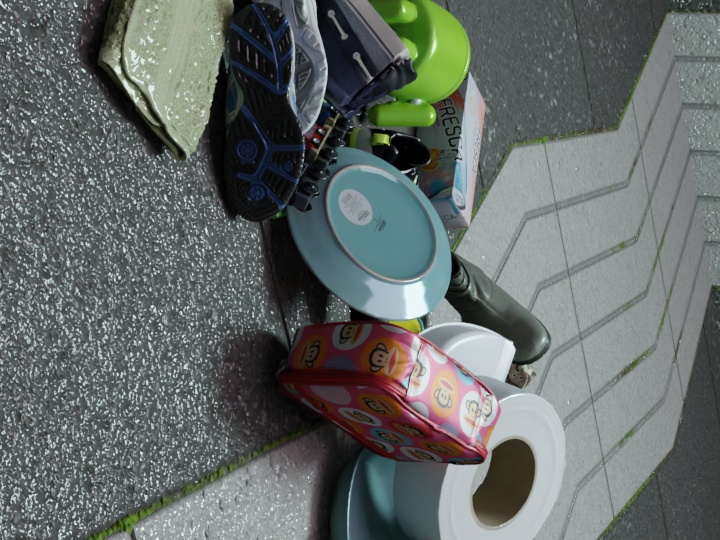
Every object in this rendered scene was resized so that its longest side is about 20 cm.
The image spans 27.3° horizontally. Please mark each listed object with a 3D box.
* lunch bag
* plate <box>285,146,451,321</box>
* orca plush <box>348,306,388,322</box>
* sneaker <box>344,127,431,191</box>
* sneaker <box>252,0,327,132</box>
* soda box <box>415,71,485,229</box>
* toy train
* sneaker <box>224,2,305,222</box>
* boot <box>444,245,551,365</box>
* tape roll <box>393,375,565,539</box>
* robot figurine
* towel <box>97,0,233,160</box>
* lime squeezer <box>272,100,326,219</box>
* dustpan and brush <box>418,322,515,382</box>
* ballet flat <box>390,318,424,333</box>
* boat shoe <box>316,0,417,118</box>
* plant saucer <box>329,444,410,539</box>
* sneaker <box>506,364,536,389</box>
[{"bbox_3d":[0.020,0.119,1.436,0.200,0.176,0.082,39,61,-40],"label":"lunch bag"},{"bbox_3d":[0.016,-0.043,1.483,0.200,0.026,0.200,20,52,-28],"label":"plate"},{"bbox_3d":[0.000,0.000,1.530,0.071,0.105,0.200,43,67,-43],"label":"orca plush"},{"bbox_3d":[0.045,-0.110,1.654,0.200,0.083,0.072,23,64,-63],"label":"sneaker"},{"bbox_3d":[-0.067,-0.231,1.447,0.099,0.078,0.200,-58,146,-78],"label":"sneaker"},{"bbox_3d":[0.107,-0.148,1.832,0.068,0.064,0.200,55,36,-48],"label":"soda box"},{"bbox_3d":[-0.042,-0.121,1.464,0.200,0.046,0.034,-66,180,-54],"label":"toy train"},{"bbox_3d":[-0.088,-0.145,1.371,0.077,0.076,0.200,-114,-152,-81],"label":"sneaker"},{"bbox_3d":[0.128,0.027,1.736,0.068,0.200,0.131,-47,147,0],"label":"boot"},{"bbox_3d":[0.130,0.217,1.586,0.202,0.071,0.203,-16,113,-40],"label":"tape roll"},{"bbox_3d":[0.054,-0.251,1.670,0.200,0.116,0.176,7,79,-66],"label":"robot figurine"},{"bbox_3d":[-0.161,-0.209,1.270,0.148,0.036,0.200,55,37,-49],"label":"towel"},{"bbox_3d":[-0.042,-0.106,1.515,0.071,0.038,0.200,62,33,-40],"label":"lime squeezer"},{"bbox_3d":[0.070,0.103,1.595,0.200,0.057,0.140,31,75,-43],"label":"dustpan and brush"},{"bbox_3d":[0.047,0.146,1.638,0.067,0.067,0.200,-10,91,-45],"label":"ballet flat"},{"bbox_3d":[-0.036,-0.245,1.500,0.200,0.093,0.075,51,-6,23],"label":"boat shoe"},{"bbox_3d":[0.013,0.273,1.546,0.200,0.036,0.200,-6,90,-67],"label":"plant saucer"},{"bbox_3d":[0.193,0.119,1.943,0.070,0.075,0.200,-45,125,-61],"label":"sneaker"}]
